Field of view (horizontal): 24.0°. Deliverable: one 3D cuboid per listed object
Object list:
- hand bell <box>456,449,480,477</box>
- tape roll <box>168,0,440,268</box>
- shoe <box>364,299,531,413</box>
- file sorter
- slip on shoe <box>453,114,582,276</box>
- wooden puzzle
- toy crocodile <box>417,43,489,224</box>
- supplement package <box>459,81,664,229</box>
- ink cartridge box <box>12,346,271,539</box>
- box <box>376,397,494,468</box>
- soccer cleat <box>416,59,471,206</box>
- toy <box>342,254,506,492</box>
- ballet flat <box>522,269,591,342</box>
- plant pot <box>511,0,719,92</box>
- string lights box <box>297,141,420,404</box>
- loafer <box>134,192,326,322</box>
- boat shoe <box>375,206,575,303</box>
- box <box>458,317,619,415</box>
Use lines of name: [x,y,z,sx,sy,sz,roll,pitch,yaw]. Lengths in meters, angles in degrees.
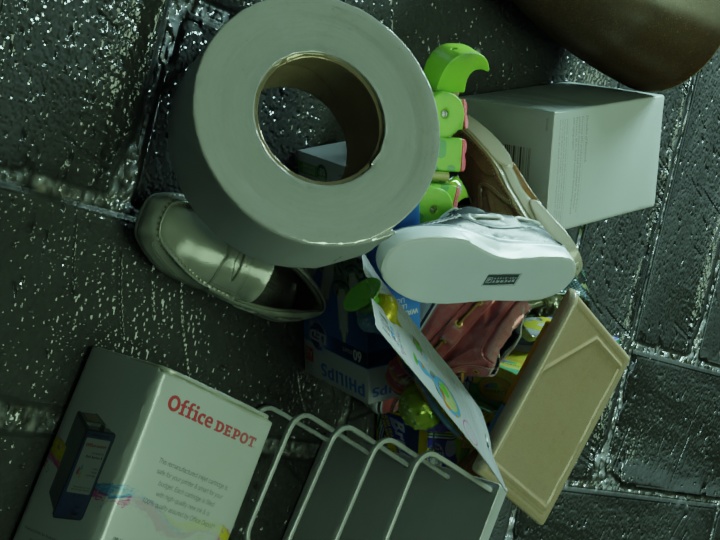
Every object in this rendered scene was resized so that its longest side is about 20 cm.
hand bell: [0.060,0.248,1.552,0.200,0.104,0.104,-57,139,-7]
tape roll: [-0.042,-0.105,1.294,0.202,0.071,0.203,7,73,-22]
shoe: [0.075,0.076,1.494,0.071,0.091,0.200,-42,164,-49]
file sorter: [-0.010,0.203,1.409,0.124,0.200,0.139,36,72,-46]
slip on shoe: [0.116,-0.060,1.522,0.061,0.200,0.076,-33,167,-14]
wooden puzzle: [0.174,0.127,1.566,0.185,0.037,0.200,-60,150,-10]
toy crocodile: [0.063,-0.093,1.435,0.062,0.067,0.201,4,98,-25]
supplement package: [0.191,-0.113,1.635,0.200,0.117,0.118,-14,111,-48]
ink cartridge box: [-0.168,0.177,1.288,0.145,0.087,0.200,33,76,-51]
box: [0.100,0.146,1.637,0.200,0.064,0.070,-16,112,-49]
soccer cleat: [0.059,-0.093,1.501,0.067,0.081,0.200,-27,121,-45]
toy: [0.044,0.089,1.363,0.047,0.115,0.200,-28,121,10]
ballet flat: [0.136,0.040,1.597,0.200,0.074,0.074,-16,115,-23]
plant pot: [0.224,-0.281,1.600,0.200,0.187,0.187,11,92,-38]
string lights box: [0.000,0.000,1.429,0.059,0.103,0.201,-12,110,-32]
loafer: [-0.099,-0.009,1.335,0.200,0.070,0.070,29,78,-51]
boat shoe: [0.088,-0.020,1.393,0.200,0.068,0.072,1,134,-35]
box: [0.148,0.088,1.637,0.200,0.117,0.048,-19,121,-48]
